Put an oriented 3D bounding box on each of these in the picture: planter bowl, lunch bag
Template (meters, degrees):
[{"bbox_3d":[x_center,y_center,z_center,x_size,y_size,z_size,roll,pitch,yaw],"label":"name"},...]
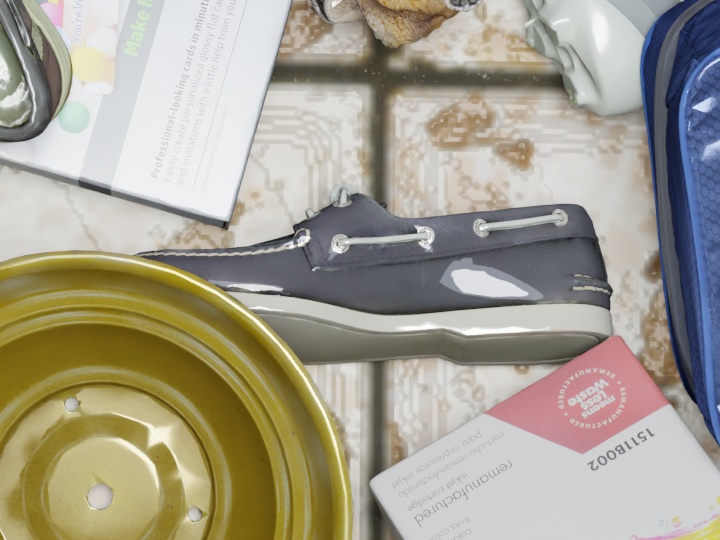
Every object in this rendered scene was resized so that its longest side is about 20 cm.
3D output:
[{"bbox_3d":[-0.102,0.091,1.127,0.200,0.083,0.201,0,92,1],"label":"planter bowl"},{"bbox_3d":[0.184,-0.013,1.128,0.136,0.132,0.200,-6,103,0],"label":"lunch bag"}]

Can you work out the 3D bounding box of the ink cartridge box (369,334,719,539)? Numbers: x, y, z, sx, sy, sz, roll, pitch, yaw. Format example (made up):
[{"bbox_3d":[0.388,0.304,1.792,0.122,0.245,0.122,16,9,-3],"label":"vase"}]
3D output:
[{"bbox_3d":[0.104,0.137,1.108,0.116,0.068,0.200,-31,58,-6],"label":"ink cartridge box"}]

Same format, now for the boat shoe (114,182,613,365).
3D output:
[{"bbox_3d":[0.000,0.000,1.161,0.200,0.073,0.063,2,73,-8],"label":"boat shoe"}]

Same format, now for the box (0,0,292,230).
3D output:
[{"bbox_3d":[-0.127,-0.118,1.170,0.200,0.041,0.156,16,84,-2],"label":"box"}]

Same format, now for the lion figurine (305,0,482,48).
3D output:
[{"bbox_3d":[0.016,-0.170,1.109,0.072,0.123,0.200,2,116,1],"label":"lion figurine"}]

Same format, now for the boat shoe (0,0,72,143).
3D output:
[{"bbox_3d":[-0.182,-0.126,1.095,0.072,0.066,0.201,-43,103,-1],"label":"boat shoe"}]

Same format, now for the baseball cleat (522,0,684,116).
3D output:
[{"bbox_3d":[0.087,-0.164,1.183,0.106,0.070,0.200,-25,96,-13],"label":"baseball cleat"}]
